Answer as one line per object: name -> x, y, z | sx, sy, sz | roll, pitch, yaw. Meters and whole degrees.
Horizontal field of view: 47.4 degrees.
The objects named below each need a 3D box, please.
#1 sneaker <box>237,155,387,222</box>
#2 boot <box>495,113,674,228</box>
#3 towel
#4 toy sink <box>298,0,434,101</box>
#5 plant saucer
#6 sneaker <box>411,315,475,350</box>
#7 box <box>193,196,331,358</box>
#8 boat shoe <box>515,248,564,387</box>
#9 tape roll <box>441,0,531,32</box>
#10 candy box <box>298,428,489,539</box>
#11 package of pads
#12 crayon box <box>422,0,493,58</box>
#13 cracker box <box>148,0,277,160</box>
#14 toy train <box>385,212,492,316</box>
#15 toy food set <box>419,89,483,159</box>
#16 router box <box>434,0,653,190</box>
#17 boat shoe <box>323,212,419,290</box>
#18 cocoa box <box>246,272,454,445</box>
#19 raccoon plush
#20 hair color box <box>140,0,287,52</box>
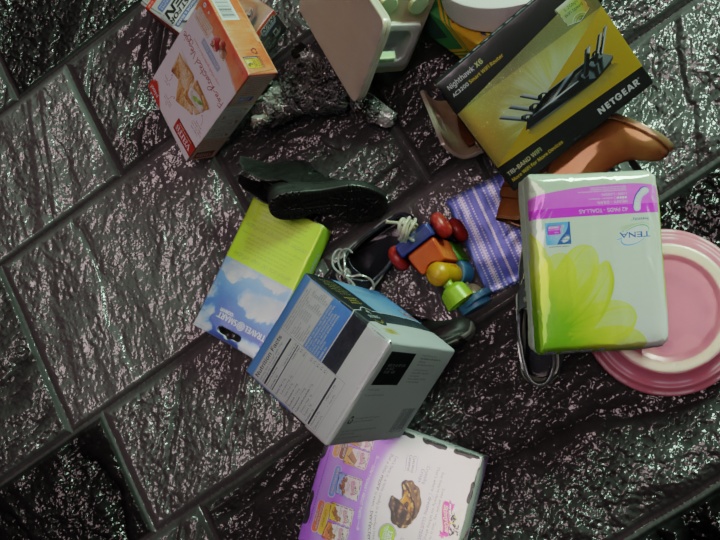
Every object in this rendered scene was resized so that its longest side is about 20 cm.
sneaker -> -0.067, -0.116, 1.126 | 0.196, 0.061, 0.105 | -2, 36, -14
boot -> 0.270, -0.111, 1.008 | 0.198, 0.073, 0.157 | 15, 81, 34
towel -> 0.225, -0.072, 1.060 | 0.198, 0.024, 0.147 | -26, 73, 11
toy sink -> 0.016, -0.340, 1.084 | 0.110, 0.131, 0.202 | -11, 57, -28
plant saucer -> 0.365, 0.047, 0.983 | 0.197, 0.051, 0.204 | -3, 79, 15
sneaker -> 0.048, 0.081, 1.056 | 0.197, 0.075, 0.081 | -15, 74, 13
box -> -0.135, 0.011, 1.137 | 0.121, 0.048, 0.203 | 25, 88, 20
boat shoe -> 0.222, 0.043, 0.990 | 0.071, 0.062, 0.204 | 5, 100, 14
tape roll -> 0.193, -0.376, 1.030 | 0.199, 0.037, 0.205 | -12, 49, 14
candy box -> 0.042, 0.283, 1.022 | 0.197, 0.071, 0.171 | 15, 84, 19
package of pads -> 0.265, -0.009, 0.933 | 0.151, 0.068, 0.204 | -3, 87, -2
crayon box -> 0.175, -0.322, 1.052 | 0.126, 0.051, 0.200 | -34, 48, -8
cracker box -> -0.211, -0.266, 1.147 | 0.200, 0.057, 0.135 | -41, 74, 44
toy train -> 0.092, -0.001, 0.991 | 0.084, 0.199, 0.117 | -37, 74, 18
toy food set -> 0.180, -0.236, 1.046 | 0.198, 0.061, 0.145 | -26, 38, 11
router box -> 0.209, -0.219, 0.952 | 0.199, 0.052, 0.158 | -38, 101, 13
boat shoe -> 0.000, 0.000, 1.092 | 0.199, 0.062, 0.075 | -39, 72, 6
cocoa box -> -0.006, 0.101, 0.930 | 0.131, 0.199, 0.135 | 36, 99, 25
raccoon plush -> -0.065, -0.220, 1.141 | 0.199, 0.097, 0.135 | 39, 100, 19
hair color box -> -0.220, -0.381, 1.227 | 0.199, 0.064, 0.112 | 38, 91, 18
